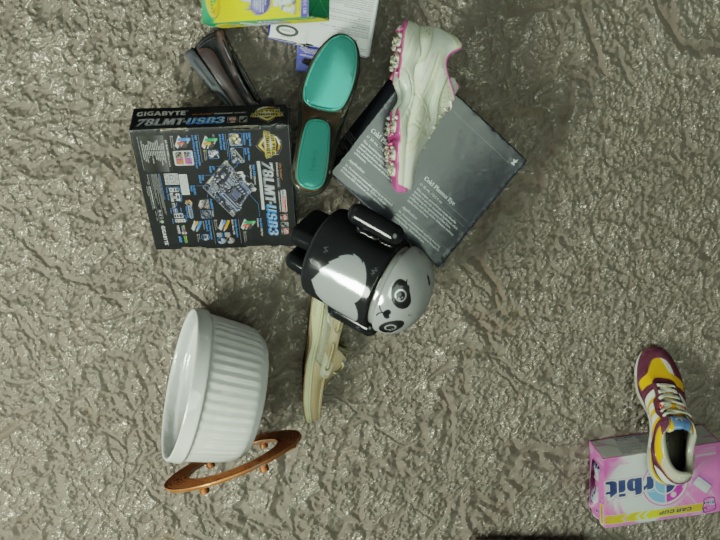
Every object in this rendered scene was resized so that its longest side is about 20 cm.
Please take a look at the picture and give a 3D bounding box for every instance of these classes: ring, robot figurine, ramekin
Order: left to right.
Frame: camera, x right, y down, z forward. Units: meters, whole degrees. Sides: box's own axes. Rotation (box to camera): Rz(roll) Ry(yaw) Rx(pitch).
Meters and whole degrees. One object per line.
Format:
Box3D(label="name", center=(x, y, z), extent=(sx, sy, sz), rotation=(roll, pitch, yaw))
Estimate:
Box3D(label="ramekin", center=(-0.194, 0.159, 1.184), extent=(0.103, 0.200, 0.205), rotation=(12, 104, -20))
Box3D(label="ring", center=(-0.172, 0.263, 1.207), extent=(0.196, 0.200, 0.020), rotation=(-20, 94, 0))
Box3D(label="robot figurine", center=(-0.001, 0.000, 1.146), extent=(0.197, 0.151, 0.126), rotation=(28, 80, 16))

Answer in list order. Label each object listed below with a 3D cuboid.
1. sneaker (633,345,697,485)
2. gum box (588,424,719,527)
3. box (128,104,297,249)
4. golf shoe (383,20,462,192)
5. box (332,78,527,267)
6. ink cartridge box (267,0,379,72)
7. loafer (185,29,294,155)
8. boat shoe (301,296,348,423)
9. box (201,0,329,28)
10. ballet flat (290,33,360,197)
Box3D(label="sneaker", center=(0.450, 0.205, 1.281), extent=(0.073, 0.090, 0.205), rotation=(-4, 75, -4))
Box3D(label="gum box", center=(0.445, 0.315, 1.354), extent=(0.195, 0.066, 0.116), rotation=(-7, 104, -4))
Box3D(label="box", center=(-0.180, -0.115, 1.132), extent=(0.193, 0.050, 0.203), rotation=(-3, 136, -2))
Box3D(label="golf shoe", center=(0.076, -0.194, 1.071), extent=(0.089, 0.075, 0.205), rotation=(2, 106, -10))
Box3D(label="box", center=(0.084, -0.145, 1.174), extent=(0.199, 0.104, 0.183), rotation=(39, 99, -14))
Box3D(label="ink cartridge box", center=(-0.044, -0.351, 1.120), extent=(0.133, 0.076, 0.205), rotation=(9, 103, -7))
Box3D(label="loafer", center=(-0.143, -0.220, 1.150), extent=(0.063, 0.072, 0.201), rotation=(-40, 102, 2))
Box3D(label="boat shoe", center=(-0.048, 0.119, 1.250), extent=(0.063, 0.072, 0.205), rotation=(5, 99, -6))
Box3D(label="box", center=(-0.126, -0.358, 1.067), extent=(0.196, 0.048, 0.121), rotation=(7, 100, 36))
Box3D(label="ballet flat", center=(-0.050, -0.193, 1.108), extent=(0.066, 0.068, 0.205), rotation=(16, 89, -4))
